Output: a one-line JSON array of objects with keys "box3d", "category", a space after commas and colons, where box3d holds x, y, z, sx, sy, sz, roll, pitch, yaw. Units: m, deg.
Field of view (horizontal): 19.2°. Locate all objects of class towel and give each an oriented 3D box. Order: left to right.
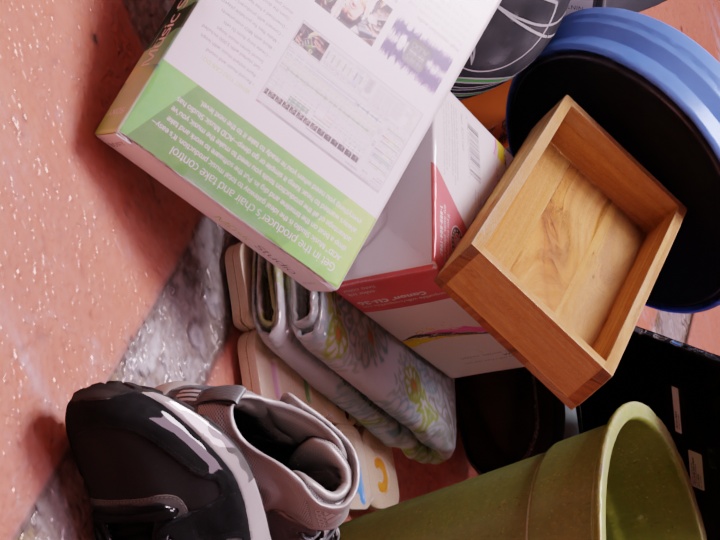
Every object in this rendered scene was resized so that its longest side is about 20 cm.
[{"box3d": [0.000, 0.000, 1.220, 0.200, 0.048, 0.172, 42, 43, -53], "category": "towel"}]

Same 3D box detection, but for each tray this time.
[{"box3d": [0.113, -0.014, 1.158, 0.099, 0.037, 0.200, 43, 32, -4], "category": "tray"}]

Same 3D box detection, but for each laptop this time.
[{"box3d": [0.181, 0.075, 1.266, 0.103, 0.200, 0.178, -37, 131, -33], "category": "laptop"}]

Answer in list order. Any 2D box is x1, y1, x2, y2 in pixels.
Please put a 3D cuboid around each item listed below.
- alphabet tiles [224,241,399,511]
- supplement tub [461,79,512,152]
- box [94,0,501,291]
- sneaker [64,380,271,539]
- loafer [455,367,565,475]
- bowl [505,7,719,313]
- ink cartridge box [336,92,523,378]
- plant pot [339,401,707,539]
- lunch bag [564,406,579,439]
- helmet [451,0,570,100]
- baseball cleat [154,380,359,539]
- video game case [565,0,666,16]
[{"box3d": [-0.022, 0.041, 1.220, 0.200, 0.015, 0.196, 14, 64, -65], "category": "alphabet tiles"}, {"box3d": [0.112, -0.125, 1.467, 0.200, 0.122, 0.123, 0, 79, -66], "category": "supplement tub"}, {"box3d": [-0.025, -0.110, 1.081, 0.144, 0.036, 0.200, 37, 72, -22], "category": "box"}, {"box3d": [-0.082, 0.144, 0.967, 0.200, 0.075, 0.088, 64, 33, -30], "category": "sneaker"}, {"box3d": [0.080, 0.049, 1.394, 0.071, 0.073, 0.201, 21, 55, -51], "category": "loafer"}, {"box3d": [0.168, -0.062, 1.281, 0.039, 0.200, 0.201, -37, 118, -29], "category": "bowl"}, {"box3d": [0.055, -0.013, 1.205, 0.200, 0.067, 0.117, 39, 46, -55], "category": "ink cartridge box"}, {"box3d": [0.078, 0.185, 1.159, 0.200, 0.189, 0.201, 39, 45, -55], "category": "plant pot"}, {"box3d": [0.206, 0.139, 1.458, 0.170, 0.199, 0.122, 41, 43, -53], "category": "lunch bag"}, {"box3d": [0.028, -0.190, 1.228, 0.200, 0.199, 0.191, -11, 82, -67], "category": "helmet"}, {"box3d": [-0.033, 0.131, 1.039, 0.200, 0.106, 0.070, 53, 47, -36], "category": "baseball cleat"}, {"box3d": [0.101, -0.197, 1.412, 0.200, 0.180, 0.026, -29, 129, -66], "category": "video game case"}]
